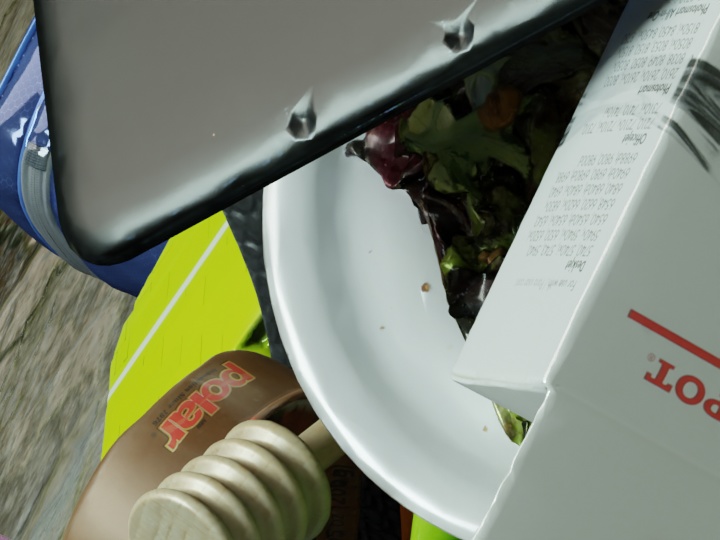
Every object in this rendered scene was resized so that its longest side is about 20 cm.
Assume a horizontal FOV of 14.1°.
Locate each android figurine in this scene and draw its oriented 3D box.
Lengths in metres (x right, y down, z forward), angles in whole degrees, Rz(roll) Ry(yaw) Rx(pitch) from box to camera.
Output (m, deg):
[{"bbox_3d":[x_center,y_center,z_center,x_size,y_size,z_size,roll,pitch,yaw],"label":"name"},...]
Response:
[{"bbox_3d":[-0.047,0.027,1.037,0.182,0.041,0.200,-55,17,26],"label":"android figurine"}]

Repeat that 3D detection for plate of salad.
[{"bbox_3d":[0.061,-0.027,0.735,0.201,0.199,0.048,-62,-28,0],"label":"plate of salad"}]

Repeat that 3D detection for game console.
[{"bbox_3d":[0.018,-0.105,0.730,0.199,0.117,0.176,-26,1,28],"label":"game console"}]

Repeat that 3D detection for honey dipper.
[{"bbox_3d":[0.010,0.036,0.837,0.200,0.038,0.038,-34,-9,-46],"label":"honey dipper"}]

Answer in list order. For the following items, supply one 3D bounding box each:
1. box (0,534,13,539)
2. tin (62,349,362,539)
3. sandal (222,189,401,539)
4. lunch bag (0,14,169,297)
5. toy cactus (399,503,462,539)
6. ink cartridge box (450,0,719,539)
[{"bbox_3d":[-0.157,0.237,1.112,0.200,0.096,0.176,-55,17,23],"label":"box"},{"bbox_3d":[-0.048,0.111,0.889,0.112,0.042,0.201,-45,-29,-40],"label":"tin"},{"bbox_3d":[0.000,0.000,0.908,0.075,0.201,0.045,-10,19,33],"label":"sandal"},{"bbox_3d":[-0.066,-0.088,1.216,0.201,0.132,0.136,-64,-23,-10],"label":"lunch bag"},{"bbox_3d":[-0.001,0.115,0.789,0.165,0.102,0.200,-31,16,29],"label":"toy cactus"},{"bbox_3d":[0.100,-0.002,0.649,0.201,0.116,0.068,-63,15,-7],"label":"ink cartridge box"}]
